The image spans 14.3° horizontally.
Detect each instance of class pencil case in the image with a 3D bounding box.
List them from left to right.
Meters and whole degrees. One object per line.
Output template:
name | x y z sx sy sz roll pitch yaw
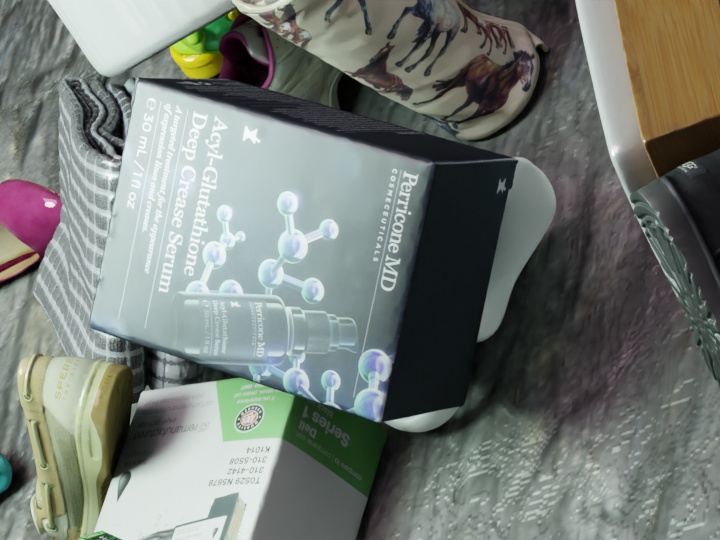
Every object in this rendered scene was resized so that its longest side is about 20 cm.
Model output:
pencil case | 0.021 -0.154 1.755 0.089 0.200 0.078 -49 35 19

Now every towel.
towel | -0.152 -0.024 1.816 0.200 0.085 0.166 -129 38 -65

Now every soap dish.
soap dish | 0.181 -0.093 1.572 0.081 0.157 0.200 -18 45 13

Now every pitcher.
pitcher | 0.000 0.000 1.718 0.200 0.121 0.172 13 79 38

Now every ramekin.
ramekin | -0.109 -0.205 1.827 0.200 0.098 0.200 -29 5 3

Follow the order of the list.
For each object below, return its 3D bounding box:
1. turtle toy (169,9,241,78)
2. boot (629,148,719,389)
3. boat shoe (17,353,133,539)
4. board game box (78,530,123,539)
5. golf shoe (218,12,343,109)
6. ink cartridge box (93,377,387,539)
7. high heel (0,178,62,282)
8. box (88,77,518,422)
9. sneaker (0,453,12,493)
turtle toy | -0.091 -0.237 2.002 0.101 0.146 0.200 -3 55 22
boot | 0.260 -0.019 1.471 0.200 0.165 0.066 -29 17 -7
boat shoe | -0.177 0.115 1.752 0.063 0.201 0.073 15 59 3
board game box | -0.124 0.255 1.593 0.105 0.023 0.201 18 108 37
golf shoe | -0.040 -0.157 1.905 0.075 0.091 0.200 -5 55 46
ink cartridge box | -0.085 0.170 1.678 0.146 0.084 0.200 -10 52 42
high heel | -0.267 -0.002 2.031 0.200 0.067 0.096 -20 34 55
box | -0.034 -0.015 1.621 0.200 0.107 0.149 16 101 26
sneaker | -0.299 0.194 1.899 0.080 0.078 0.200 14 70 42
